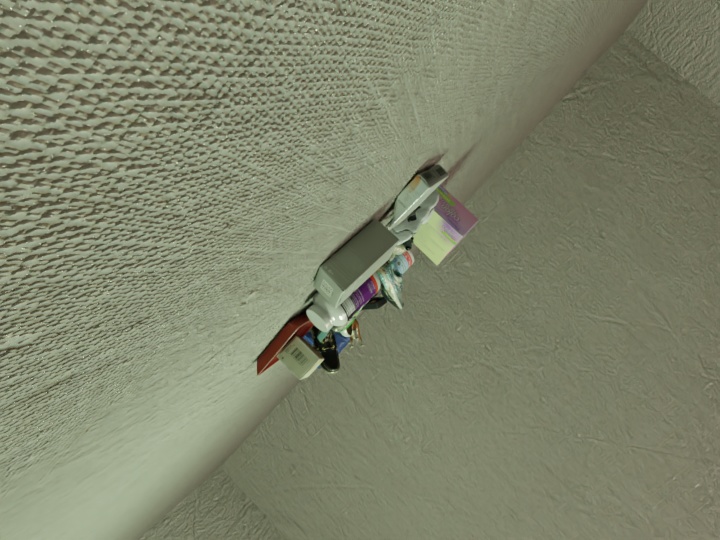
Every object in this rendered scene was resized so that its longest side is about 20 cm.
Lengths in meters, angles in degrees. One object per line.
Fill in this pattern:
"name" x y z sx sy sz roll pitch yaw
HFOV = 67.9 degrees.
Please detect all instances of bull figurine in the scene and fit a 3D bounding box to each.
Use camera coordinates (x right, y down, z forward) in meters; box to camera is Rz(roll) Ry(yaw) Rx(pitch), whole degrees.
"bull figurine" -0.039 0.206 1.916 0.065 0.122 0.200 -21 158 7

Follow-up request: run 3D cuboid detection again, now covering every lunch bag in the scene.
"lunch bag" -0.136 0.255 1.855 0.132 0.136 0.200 -44 173 -24

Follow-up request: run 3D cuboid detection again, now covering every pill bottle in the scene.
"pill bottle" -0.046 0.068 1.409 0.200 0.112 0.113 -43 173 -25
"pill bottle" 0.083 -0.002 1.825 0.200 0.109 0.109 -45 173 -20

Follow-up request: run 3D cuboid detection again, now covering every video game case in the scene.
"video game case" -0.015 0.113 1.772 0.180 0.026 0.200 -5 -178 12

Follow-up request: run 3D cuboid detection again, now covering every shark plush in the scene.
"shark plush" 0.127 -0.103 1.630 0.091 0.083 0.200 -31 -176 40

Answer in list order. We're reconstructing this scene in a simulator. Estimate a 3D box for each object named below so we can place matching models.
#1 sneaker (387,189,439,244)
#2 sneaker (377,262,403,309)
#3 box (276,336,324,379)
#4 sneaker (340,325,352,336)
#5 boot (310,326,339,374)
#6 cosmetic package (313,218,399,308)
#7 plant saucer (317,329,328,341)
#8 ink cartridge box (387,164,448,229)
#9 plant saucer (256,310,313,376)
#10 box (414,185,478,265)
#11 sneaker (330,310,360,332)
"sneaker" 0.152 -0.146 1.543 0.200 0.075 0.115 -50 171 -3
"sneaker" 0.111 0.049 1.742 0.086 0.078 0.200 -43 134 -13
"box" -0.165 0.246 1.502 0.078 0.095 0.200 -46 175 -7
"sneaker" -0.071 0.171 1.700 0.084 0.073 0.200 -6 -176 0
"boot" -0.098 0.197 1.615 0.073 0.201 0.151 -5 151 -19
"cosmetic package" -0.010 -0.018 1.248 0.200 0.090 0.107 -40 168 -26
"plant saucer" -0.080 0.103 1.497 0.070 0.019 0.200 -53 -166 48
"ink cartridge box" 0.122 -0.178 1.361 0.200 0.050 0.162 -41 178 32
"plant saucer" -0.197 0.184 1.488 0.200 0.037 0.200 -49 173 23
"box" 0.247 -0.146 1.717 0.097 0.176 0.200 -42 172 -29
"sneaker" -0.026 0.091 1.526 0.200 0.078 0.085 -54 -179 -2
